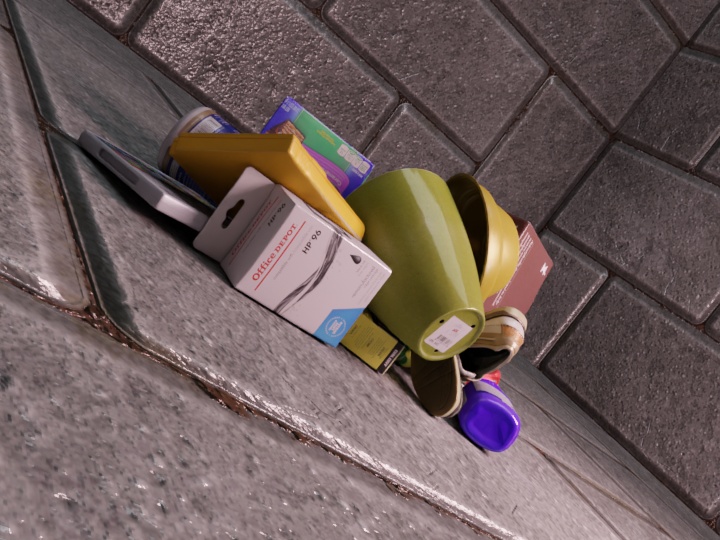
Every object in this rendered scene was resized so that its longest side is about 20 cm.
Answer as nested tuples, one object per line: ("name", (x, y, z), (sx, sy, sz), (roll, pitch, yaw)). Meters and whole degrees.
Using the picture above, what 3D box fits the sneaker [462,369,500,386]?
("sneaker", (0.137, 0.131, 1.386), (0.199, 0.085, 0.077), (36, 5, -7))

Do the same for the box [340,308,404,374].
("box", (-0.036, 0.047, 1.107), (0.199, 0.050, 0.075), (38, 6, -9))

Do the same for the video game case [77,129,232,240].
("video game case", (-0.217, -0.083, 1.033), (0.182, 0.023, 0.199), (36, 3, 36))

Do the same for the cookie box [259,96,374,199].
("cookie box", (-0.103, -0.131, 1.325), (0.170, 0.201, 0.075), (37, 7, -5))

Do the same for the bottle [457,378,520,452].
("bottle", (0.175, 0.195, 1.227), (0.083, 0.066, 0.200), (34, 5, 0))

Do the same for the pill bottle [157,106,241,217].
("pill bottle", (-0.179, -0.127, 1.228), (0.199, 0.116, 0.116), (40, 6, 7))

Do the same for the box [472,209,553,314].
("box", (0.165, -0.012, 1.372), (0.198, 0.167, 0.164), (27, -9, 33))

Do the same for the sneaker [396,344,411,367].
("sneaker", (0.022, 0.057, 1.284), (0.200, 0.074, 0.083), (43, 3, 36))

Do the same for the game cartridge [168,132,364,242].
("game cartridge", (-0.108, -0.097, 1.027), (0.174, 0.033, 0.200), (6, -26, 28))

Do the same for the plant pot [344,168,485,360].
("plant pot", (0.074, 0.008, 1.106), (0.186, 0.187, 0.201), (32, 24, -48))

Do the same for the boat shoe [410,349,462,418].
("boat shoe", (0.103, 0.115, 1.171), (0.066, 0.071, 0.202), (35, 25, -40))

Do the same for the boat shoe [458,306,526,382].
("boat shoe", (0.145, 0.118, 1.227), (0.075, 0.199, 0.069), (40, 44, -16))

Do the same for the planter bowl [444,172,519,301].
("planter bowl", (0.164, -0.029, 1.207), (0.082, 0.204, 0.201), (5, 18, -20))

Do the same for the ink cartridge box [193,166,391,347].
("ink cartridge box", (-0.075, -0.013, 0.983), (0.199, 0.117, 0.068), (34, 7, -34))
